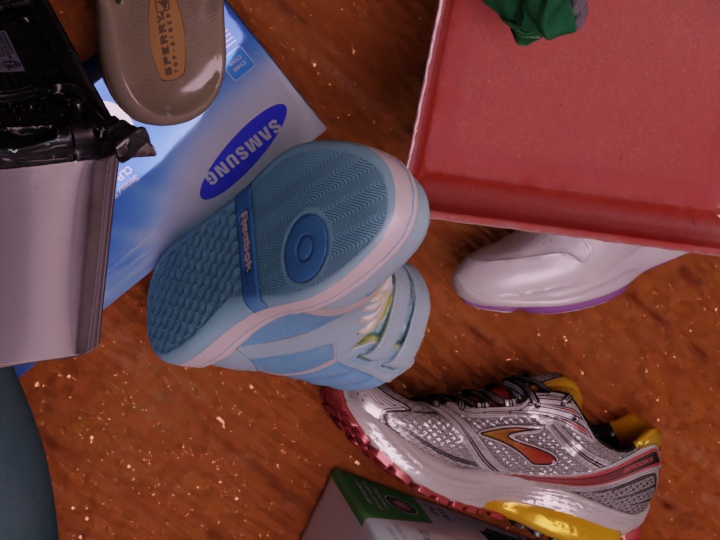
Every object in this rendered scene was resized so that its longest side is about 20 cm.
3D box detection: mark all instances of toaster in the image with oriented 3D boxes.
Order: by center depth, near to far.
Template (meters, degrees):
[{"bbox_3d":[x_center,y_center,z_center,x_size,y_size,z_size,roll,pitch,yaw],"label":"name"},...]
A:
[{"bbox_3d":[-0.203,-0.044,1.198,0.180,0.200,0.119,-5,120,-19],"label":"toaster"}]

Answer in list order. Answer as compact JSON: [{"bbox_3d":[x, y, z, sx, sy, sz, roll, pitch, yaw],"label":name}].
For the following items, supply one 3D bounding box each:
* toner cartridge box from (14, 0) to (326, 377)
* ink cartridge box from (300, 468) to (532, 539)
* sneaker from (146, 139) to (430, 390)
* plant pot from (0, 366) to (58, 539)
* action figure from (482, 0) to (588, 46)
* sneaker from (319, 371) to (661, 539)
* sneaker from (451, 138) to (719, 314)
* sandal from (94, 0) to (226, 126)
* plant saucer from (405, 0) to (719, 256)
[{"bbox_3d":[-0.125,-0.046,1.347,0.200,0.043,0.095,-39,113,1],"label":"toner cartridge box"},{"bbox_3d":[0.073,0.191,1.414,0.200,0.147,0.083,21,100,-19],"label":"ink cartridge box"},{"bbox_3d":[0.000,0.000,1.301,0.130,0.200,0.080,13,68,-33],"label":"sneaker"},{"bbox_3d":[-0.233,0.094,1.279,0.199,0.200,0.188,-3,109,-12],"label":"plant pot"},{"bbox_3d":[0.072,-0.155,1.189,0.118,0.200,0.055,39,72,18],"label":"action figure"},{"bbox_3d":[0.068,0.082,1.422,0.200,0.078,0.082,20,97,-27],"label":"sneaker"},{"bbox_3d":[0.131,-0.043,1.399,0.200,0.075,0.100,-23,104,-14],"label":"sneaker"},{"bbox_3d":[-0.096,-0.153,1.253,0.080,0.054,0.200,-18,118,-15],"label":"sandal"},{"bbox_3d":[0.122,-0.115,1.316,0.199,0.037,0.201,7,101,-21],"label":"plant saucer"}]
